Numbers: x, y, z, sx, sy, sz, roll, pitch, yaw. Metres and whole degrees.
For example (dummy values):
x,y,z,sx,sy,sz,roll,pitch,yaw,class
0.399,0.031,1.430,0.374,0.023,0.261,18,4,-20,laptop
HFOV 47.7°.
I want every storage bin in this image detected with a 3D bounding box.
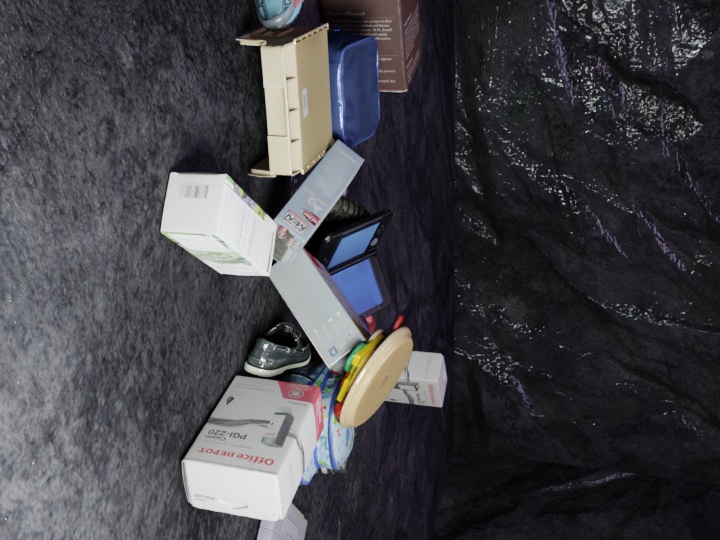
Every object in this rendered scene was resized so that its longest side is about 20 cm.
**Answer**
x,y,z,sx,sy,sz,roll,pitch,yaw,class
-0.114,-0.268,1.265,0.199,0.092,0.204,-57,148,-62,storage bin

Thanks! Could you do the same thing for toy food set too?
x,y,z,sx,sy,sz,roll,pitch,yaw,class
0.023,0.169,1.343,0.199,0.048,0.201,-30,147,-53,toy food set

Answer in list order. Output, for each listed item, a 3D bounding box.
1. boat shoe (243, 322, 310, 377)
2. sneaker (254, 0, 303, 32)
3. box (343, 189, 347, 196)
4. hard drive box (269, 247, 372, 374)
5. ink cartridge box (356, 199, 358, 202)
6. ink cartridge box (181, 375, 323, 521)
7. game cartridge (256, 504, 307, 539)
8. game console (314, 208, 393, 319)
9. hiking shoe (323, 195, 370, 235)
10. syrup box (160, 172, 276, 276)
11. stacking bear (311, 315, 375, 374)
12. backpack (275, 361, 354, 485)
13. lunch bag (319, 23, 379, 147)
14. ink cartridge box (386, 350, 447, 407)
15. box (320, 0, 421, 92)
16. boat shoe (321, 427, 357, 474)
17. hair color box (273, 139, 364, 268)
x,y,z,sx,sy,sz,roll,pitch,yaw,class
-0.129,0.120,1.349,0.199,0.073,0.068,-11,117,-66,boat shoe
-0.137,-0.453,1.193,0.095,0.078,0.205,24,62,-65,sneaker
-0.052,-0.244,1.616,0.039,0.041,0.204,-55,147,-63,box
-0.059,0.073,1.388,0.201,0.076,0.156,54,3,18,hard drive box
0.002,-0.022,1.884,0.200,0.046,0.202,78,24,-45,ink cartridge box
-0.148,0.247,1.164,0.201,0.142,0.086,-64,155,-56,ink cartridge box
-0.145,0.487,1.472,0.201,0.038,0.132,70,24,-57,game cartridge
0.000,0.000,1.578,0.198,0.117,0.177,-26,154,-44,game console
-0.031,-0.122,1.604,0.201,0.098,0.077,69,22,-62,hiking shoe
-0.182,-0.056,1.081,0.200,0.077,0.083,48,48,-71,syrup box
-0.050,0.164,1.613,0.123,0.111,0.202,89,20,-44,stacking bear
-0.092,0.262,1.390,0.200,0.144,0.187,-43,132,-65,backpack
-0.053,-0.325,1.419,0.135,0.130,0.204,-35,130,-51,lunch bag
0.118,0.275,2.107,0.147,0.196,0.085,73,26,-53,ink cartridge box
0.025,-0.481,1.607,0.167,0.161,0.203,-67,156,-49,box
-0.036,0.357,1.801,0.075,0.059,0.202,79,21,-43,boat shoe
-0.078,-0.110,1.329,0.201,0.060,0.099,-57,-177,-33,hair color box
